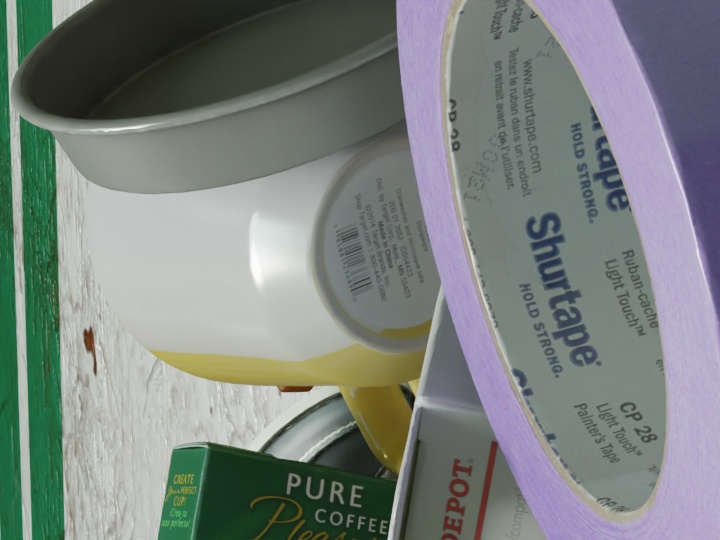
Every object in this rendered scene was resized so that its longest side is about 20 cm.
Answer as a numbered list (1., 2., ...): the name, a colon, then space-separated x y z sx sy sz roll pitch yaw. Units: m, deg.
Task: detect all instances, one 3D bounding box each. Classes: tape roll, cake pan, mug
1. tape roll: 0.073 -0.012 0.594 0.200 0.066 0.200 165 90 -77
2. cake pan: -0.035 -0.087 0.937 0.200 0.200 0.037 -133 21 -63
3. mug: 0.000 -0.010 0.989 0.153 0.186 0.150 13 75 63

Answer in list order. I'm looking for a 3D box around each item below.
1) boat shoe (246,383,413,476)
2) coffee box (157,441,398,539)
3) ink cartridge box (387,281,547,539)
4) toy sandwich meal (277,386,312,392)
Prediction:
1. boat shoe: -0.029 0.125 1.125 0.200 0.073 0.062 -51 47 33
2. coffee box: -0.034 0.180 1.028 0.044 0.123 0.200 -12 69 64
3. ink cartridge box: 0.050 0.053 0.763 0.200 0.068 0.116 -74 -8 -53
4. toy sandwich meal: -0.050 -0.043 1.152 0.205 0.070 0.206 171 90 -82
